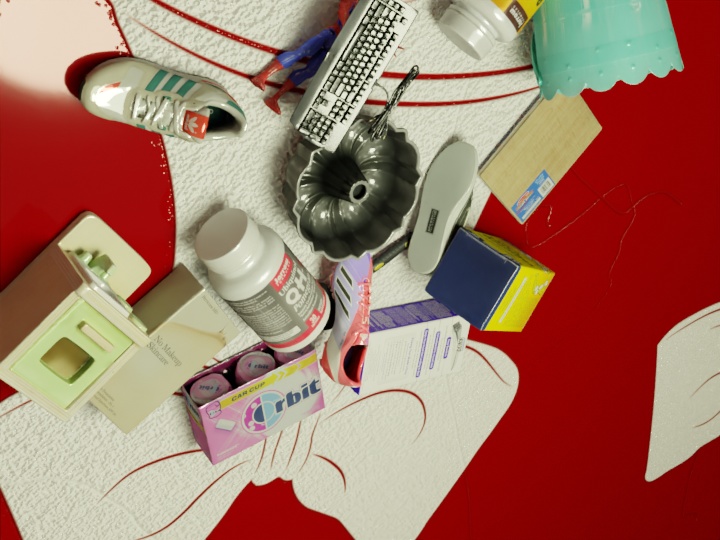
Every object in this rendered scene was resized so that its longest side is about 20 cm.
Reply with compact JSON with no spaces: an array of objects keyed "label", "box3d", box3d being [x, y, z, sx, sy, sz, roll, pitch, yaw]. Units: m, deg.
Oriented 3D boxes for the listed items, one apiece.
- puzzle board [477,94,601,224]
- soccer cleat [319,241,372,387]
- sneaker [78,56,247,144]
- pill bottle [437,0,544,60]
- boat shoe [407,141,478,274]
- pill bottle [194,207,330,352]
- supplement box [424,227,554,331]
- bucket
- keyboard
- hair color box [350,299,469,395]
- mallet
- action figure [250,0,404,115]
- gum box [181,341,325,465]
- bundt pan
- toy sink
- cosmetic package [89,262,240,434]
[{"label":"puzzle board","box3d":[0.277,-0.186,1.638,0.201,0.017,0.151,-50,136,1]},{"label":"soccer cleat","box3d":[-0.008,0.063,1.481,0.066,0.076,0.203,1,106,-40]},{"label":"sneaker","box3d":[-0.217,-0.188,1.209,0.198,0.093,0.071,4,115,-39]},{"label":"pill bottle","box3d":[0.191,-0.377,1.385,0.201,0.109,0.109,-51,134,2]},{"label":"boat shoe","box3d":[0.126,-0.091,1.554,0.063,0.070,0.202,-4,118,-60]},{"label":"pill bottle","box3d":[-0.130,0.011,1.389,0.111,0.111,0.200,-44,134,-5]},{"label":"supplement box","box3d":[0.198,0.016,1.596,0.110,0.108,0.199,-60,157,10]},{"label":"bucket","box3d":[0.331,-0.319,1.453,0.205,0.206,0.137,-17,100,-28]},{"label":"keyboard","box3d":[0.010,-0.231,1.288,0.126,0.021,0.201,23,108,-31]},{"label":"hair color box","box3d":[0.071,0.114,1.639,0.198,0.065,0.111,-8,121,-31]},{"label":"mallet","box3d":[0.000,0.000,1.537,0.200,0.041,0.066,-43,132,-14]},{"label":"action figure","box3d":[-0.030,-0.268,1.302,0.200,0.099,0.065,-44,135,-9]},{"label":"gum box","box3d":[-0.145,0.175,1.511,0.198,0.066,0.115,-25,131,-23]},{"label":"bundt pan","box3d":[-0.019,-0.118,1.412,0.200,0.076,0.204,-17,124,-27]},{"label":"toy sink","box3d":[-0.336,0.056,1.261,0.200,0.112,0.131,-45,135,-5]},{"label":"cosmetic package","box3d":[-0.266,0.101,1.371,0.200,0.073,0.104,-42,134,-6]}]
